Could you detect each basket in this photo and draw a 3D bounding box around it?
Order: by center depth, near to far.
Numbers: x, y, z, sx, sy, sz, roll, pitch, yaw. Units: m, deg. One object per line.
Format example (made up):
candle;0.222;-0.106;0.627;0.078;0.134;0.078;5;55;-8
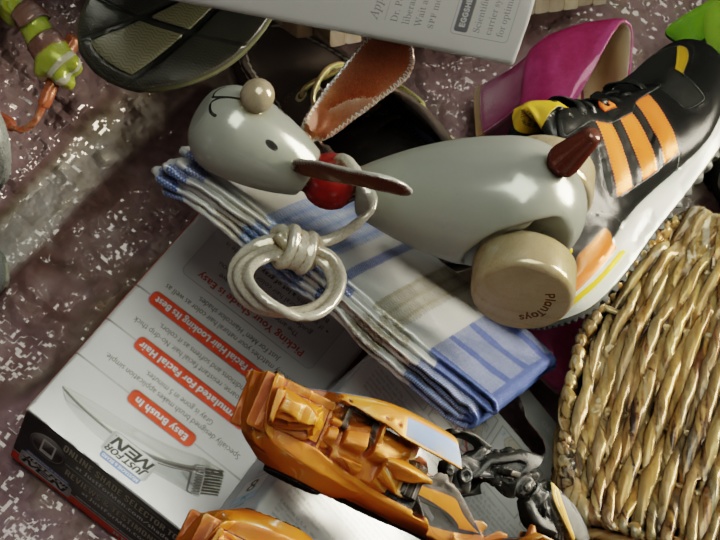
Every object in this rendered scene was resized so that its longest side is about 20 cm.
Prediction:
basket;0.173;0.090;1.490;0.143;0.149;0.200;16;61;15

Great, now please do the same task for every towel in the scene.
towel;0.000;0.000;1.419;0.200;0.024;0.147;38;17;7

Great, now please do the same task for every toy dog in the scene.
toy dog;0.030;-0.050;1.347;0.200;0.096;0.132;2;49;-24

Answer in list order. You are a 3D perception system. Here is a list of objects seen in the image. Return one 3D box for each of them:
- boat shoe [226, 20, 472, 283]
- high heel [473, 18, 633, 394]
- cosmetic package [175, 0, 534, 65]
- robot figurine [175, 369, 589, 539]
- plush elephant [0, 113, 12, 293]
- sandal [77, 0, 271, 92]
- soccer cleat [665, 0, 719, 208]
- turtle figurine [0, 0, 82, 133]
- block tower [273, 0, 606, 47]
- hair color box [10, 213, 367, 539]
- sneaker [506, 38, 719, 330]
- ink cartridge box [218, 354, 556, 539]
boat shoe;0.000;-0.074;1.532;0.072;0.060;0.200;-35;60;-17
high heel;0.117;-0.036;1.540;0.067;0.096;0.200;29;45;-40
cosmetic package;-0.020;-0.207;1.391;0.200;0.123;0.199;11;28;-14
robot figurine;0.018;0.132;1.345;0.200;0.058;0.145;27;81;-20
plush elephant;-0.251;-0.102;1.453;0.164;0.200;0.155;4;48;-4
sandal;-0.068;-0.157;1.500;0.080;0.057;0.201;40;59;1
soccer cleat;0.219;-0.053;1.598;0.067;0.081;0.200;-11;87;-39
turtle figurine;-0.185;-0.185;1.521;0.161;0.064;0.200;-38;67;12
block tower;0.049;-0.166;1.591;0.200;0.058;0.054;-13;32;-27
hair color box;-0.070;0.045;1.475;0.111;0.064;0.200;38;60;5
sneaker;0.120;-0.066;1.482;0.090;0.070;0.200;51;55;-24
ink cartridge box;0.028;0.121;1.450;0.160;0.047;0.200;50;43;-13
